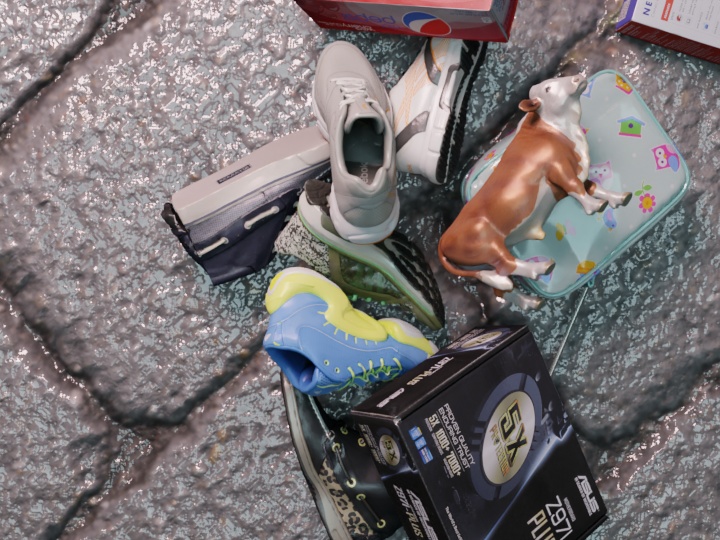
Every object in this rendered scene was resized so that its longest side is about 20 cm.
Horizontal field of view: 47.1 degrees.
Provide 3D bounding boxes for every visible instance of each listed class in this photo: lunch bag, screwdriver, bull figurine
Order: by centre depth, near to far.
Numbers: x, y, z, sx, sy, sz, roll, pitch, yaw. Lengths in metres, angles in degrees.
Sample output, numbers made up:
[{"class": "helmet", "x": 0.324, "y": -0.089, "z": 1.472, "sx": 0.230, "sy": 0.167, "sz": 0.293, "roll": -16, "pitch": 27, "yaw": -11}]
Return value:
[{"class": "bull figurine", "x": 0.152, "y": -0.066, "z": 0.713, "sx": 0.121, "sy": 0.065, "sz": 0.201, "roll": 43, "pitch": 105, "yaw": 30}, {"class": "lunch bag", "x": 0.203, "y": -0.075, "z": 0.794, "sx": 0.199, "sy": 0.077, "sz": 0.161, "roll": -39, "pitch": 96, "yaw": 1}, {"class": "screwdriver", "x": 0.191, "y": 0.094, "z": 0.827, "sx": 0.029, "sy": 0.028, "sz": 0.203, "roll": 14, "pitch": 98, "yaw": -31}]

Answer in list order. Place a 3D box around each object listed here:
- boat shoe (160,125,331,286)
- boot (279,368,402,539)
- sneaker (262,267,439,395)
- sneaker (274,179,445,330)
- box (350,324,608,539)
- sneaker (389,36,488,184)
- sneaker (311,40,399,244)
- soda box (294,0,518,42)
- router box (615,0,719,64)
[{"class": "boat shoe", "x": -0.084, "y": -0.064, "z": 0.798, "sx": 0.198, "sy": 0.075, "sz": 0.094, "roll": -26, "pitch": 117, "yaw": -5}, {"class": "boot", "x": 0.015, "y": 0.166, "z": 0.809, "sx": 0.152, "sy": 0.073, "sz": 0.206, "roll": -20, "pitch": 99, "yaw": -3}, {"class": "sneaker", "x": -0.011, "y": 0.086, "z": 0.771, "sx": 0.198, "sy": 0.076, "sz": 0.106, "roll": 30, "pitch": 54, "yaw": -16}, {"class": "sneaker", "x": 0.000, "y": 0.000, "z": 0.796, "sx": 0.199, "sy": 0.077, "sz": 0.088, "roll": 39, "pitch": 120, "yaw": -20}, {"class": "box", "x": 0.110, "y": 0.176, "z": 0.747, "sx": 0.163, "sy": 0.086, "sz": 0.202, "roll": -28, "pitch": 99, "yaw": -27}, {"class": "sneaker", "x": 0.068, "y": -0.187, "z": 0.785, "sx": 0.079, "sy": 0.074, "sz": 0.203, "roll": 13, "pitch": 82, "yaw": 26}, {"class": "sneaker", "x": 0.001, "y": -0.130, "z": 0.715, "sx": 0.074, "sy": 0.092, "sz": 0.203, "roll": -8, "pitch": 64, "yaw": -8}, {"class": "soda box", "x": 0.040, "y": -0.254, "z": 0.738, "sx": 0.198, "sy": 0.063, "sz": 0.071, "roll": 13, "pitch": 85, "yaw": 27}, {"class": "router box", "x": 0.364, "y": -0.308, "z": 0.796, "sx": 0.177, "sy": 0.049, "sz": 0.203, "roll": 17, "pitch": 93, "yaw": -3}]
